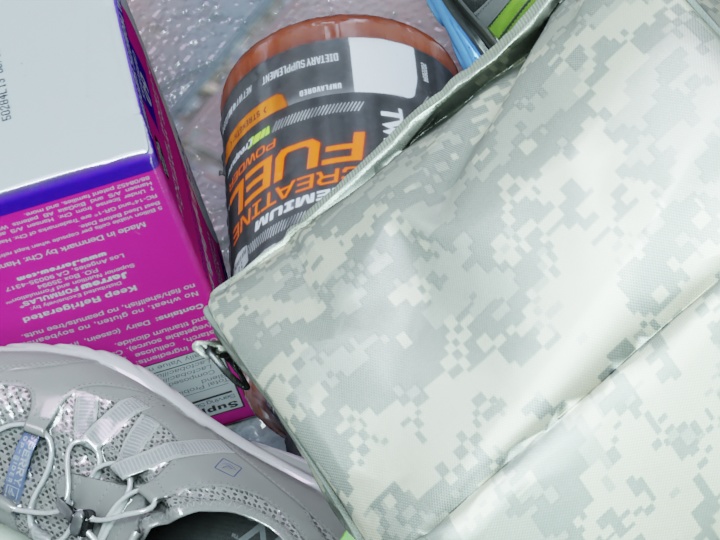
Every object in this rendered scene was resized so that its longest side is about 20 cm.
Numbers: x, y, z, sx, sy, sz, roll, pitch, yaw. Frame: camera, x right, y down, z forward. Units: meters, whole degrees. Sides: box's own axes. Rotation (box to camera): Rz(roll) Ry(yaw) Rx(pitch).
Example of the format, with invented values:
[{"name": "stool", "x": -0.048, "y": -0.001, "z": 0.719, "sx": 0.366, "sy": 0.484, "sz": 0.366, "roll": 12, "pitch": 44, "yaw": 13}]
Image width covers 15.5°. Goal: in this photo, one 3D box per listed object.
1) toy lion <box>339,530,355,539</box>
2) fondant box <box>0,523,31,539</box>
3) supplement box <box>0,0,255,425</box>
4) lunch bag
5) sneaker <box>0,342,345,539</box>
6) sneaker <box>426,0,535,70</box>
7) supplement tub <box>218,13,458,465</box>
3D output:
[{"name": "toy lion", "x": 0.051, "y": 0.083, "z": 0.967, "sx": 0.069, "sy": 0.192, "sz": 0.200, "roll": 22, "pitch": 64, "yaw": 23}, {"name": "fondant box", "x": -0.181, "y": 0.127, "z": 1.020, "sx": 0.144, "sy": 0.058, "sz": 0.200, "roll": -13, "pitch": 43, "yaw": -31}, {"name": "supplement box", "x": -0.116, "y": -0.016, "z": 1.059, "sx": 0.103, "sy": 0.200, "sz": 0.101, "roll": -16, "pitch": 57, "yaw": 0}, {"name": "lunch bag", "x": 0.070, "y": 0.012, "z": 0.795, "sx": 0.200, "sy": 0.139, "sz": 0.168, "roll": -41, "pitch": 86, "yaw": 8}, {"name": "sneaker", "x": -0.085, "y": 0.082, "z": 0.980, "sx": 0.200, "sy": 0.082, "sz": 0.075, "roll": 16, "pitch": 106, "yaw": 11}, {"name": "sneaker", "x": 0.078, "y": -0.106, "z": 1.110, "sx": 0.083, "sy": 0.071, "sz": 0.200, "roll": -24, "pitch": 88, "yaw": 23}, {"name": "supplement tub", "x": 0.000, "y": 0.000, "z": 1.077, "sx": 0.107, "sy": 0.107, "sz": 0.200, "roll": -10, "pitch": 54, "yaw": 5}]
